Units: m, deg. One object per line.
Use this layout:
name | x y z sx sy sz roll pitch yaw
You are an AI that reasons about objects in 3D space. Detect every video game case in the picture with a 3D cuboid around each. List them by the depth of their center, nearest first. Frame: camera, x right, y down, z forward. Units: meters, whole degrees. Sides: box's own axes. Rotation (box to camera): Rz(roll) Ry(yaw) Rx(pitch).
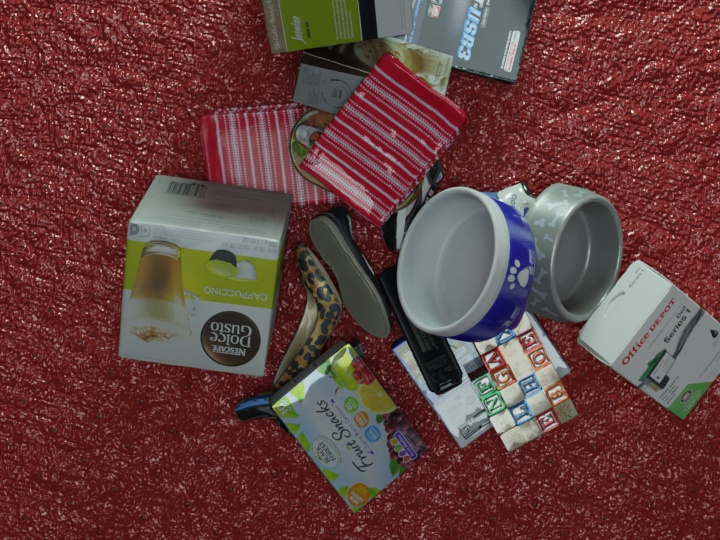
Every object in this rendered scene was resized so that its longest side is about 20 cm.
video game case | 0.175 0.127 1.760 0.199 0.045 0.182 -35 98 3

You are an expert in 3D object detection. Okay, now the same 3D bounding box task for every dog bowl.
dog bowl | 0.141 -0.006 1.633 0.078 0.200 0.202 16 99 -37
dog bowl | 0.295 -0.020 1.676 0.199 0.058 0.203 -13 108 -44

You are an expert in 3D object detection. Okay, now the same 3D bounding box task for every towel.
towel | 0.031 -0.170 1.593 0.144 0.023 0.200 37 109 -7
towel | -0.125 -0.162 1.717 0.197 0.022 0.147 -5 99 -1

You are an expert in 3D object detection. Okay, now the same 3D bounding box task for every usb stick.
usb stick | 0.085 0.080 1.716 0.055 0.033 0.202 -25 69 0

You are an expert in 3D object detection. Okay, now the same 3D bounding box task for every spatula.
spatula | 0.188 0.013 1.675 0.020 0.201 0.057 11 117 -16

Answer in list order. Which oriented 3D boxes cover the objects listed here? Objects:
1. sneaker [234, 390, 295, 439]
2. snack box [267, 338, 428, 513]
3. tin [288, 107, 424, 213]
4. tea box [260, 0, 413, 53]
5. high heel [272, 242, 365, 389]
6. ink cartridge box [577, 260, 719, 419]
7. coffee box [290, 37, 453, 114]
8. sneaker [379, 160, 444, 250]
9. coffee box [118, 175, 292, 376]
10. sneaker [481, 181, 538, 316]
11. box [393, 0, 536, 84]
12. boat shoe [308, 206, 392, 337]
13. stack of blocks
sneaker | -0.086 0.222 1.753 0.197 0.071 0.084 10 91 -6
snack box | -0.017 0.220 1.707 0.142 0.053 0.201 -38 103 -6
tin | -0.005 -0.152 1.660 0.199 0.042 0.113 28 97 12
tea box | -0.040 -0.412 1.588 0.194 0.202 0.134 -7 141 0
high heel | -0.092 0.073 1.730 0.141 0.071 0.202 -26 107 -5
ink cartridge box | 0.423 0.100 1.703 0.199 0.084 0.147 32 97 -37
coffee box | 0.017 -0.262 1.641 0.198 0.115 0.080 17 129 -1
sneaker | 0.079 -0.122 1.711 0.085 0.080 0.202 0 107 -20
coffee box | -0.207 0.005 1.637 0.197 0.200 0.200 8 111 -2
sneaker | 0.254 -0.042 1.722 0.114 0.081 0.201 -26 96 4
box | 0.146 -0.382 1.690 0.196 0.050 0.202 14 98 -2
boat shoe | 0.000 0.000 1.725 0.063 0.072 0.201 -40 105 -41
stack of blocks | 0.211 0.139 1.710 0.114 0.059 0.202 -27 97 2
